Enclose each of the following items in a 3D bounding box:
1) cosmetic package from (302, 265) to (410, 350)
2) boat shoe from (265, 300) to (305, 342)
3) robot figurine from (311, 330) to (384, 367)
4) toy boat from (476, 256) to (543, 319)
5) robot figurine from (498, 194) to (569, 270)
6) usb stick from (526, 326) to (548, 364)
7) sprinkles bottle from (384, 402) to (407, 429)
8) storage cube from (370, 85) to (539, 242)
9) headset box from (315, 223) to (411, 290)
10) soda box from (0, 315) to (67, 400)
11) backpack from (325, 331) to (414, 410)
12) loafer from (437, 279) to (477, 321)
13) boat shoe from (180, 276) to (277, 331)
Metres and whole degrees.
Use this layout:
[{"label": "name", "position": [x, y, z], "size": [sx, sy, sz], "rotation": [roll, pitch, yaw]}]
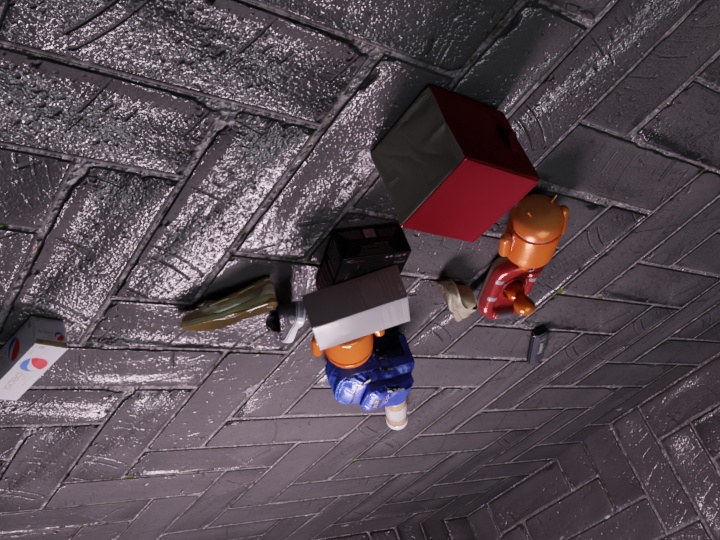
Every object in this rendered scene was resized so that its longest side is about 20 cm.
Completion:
[{"label": "cosmetic package", "position": [-0.007, 0.075, 1.521], "size": [0.200, 0.090, 0.107], "rotation": [-15, 149, -4]}, {"label": "boat shoe", "position": [-0.165, 0.108, 1.611], "size": [0.066, 0.070, 0.200], "rotation": [3, 165, -15]}, {"label": "robot figurine", "position": [-0.028, 0.145, 1.718], "size": [0.144, 0.117, 0.200], "rotation": [-52, 159, -25]}, {"label": "toy boat", "position": [0.367, 0.051, 1.802], "size": [0.130, 0.131, 0.200], "rotation": [-6, 132, -26]}, {"label": "robot figurine", "position": [0.367, -0.084, 1.625], "size": [0.144, 0.117, 0.200], "rotation": [7, 149, 5]}, {"label": "usb stick", "position": [0.527, 0.225, 2.286], "size": [0.055, 0.033, 0.200], "rotation": [-19, 149, -4]}, {"label": "sprinkles bottle", "position": [0.105, 0.409, 2.275], "size": [0.068, 0.068, 0.200], "rotation": [-18, 149, -6]}, {"label": "storage cube", "position": [0.155, -0.176, 1.292], "size": [0.180, 0.171, 0.200], "rotation": [8, 139, -38]}, {"label": "headset box", "position": [0.000, 0.000, 1.561], "size": [0.148, 0.075, 0.200], "rotation": [-7, 146, -22]}, {"label": "soda box", "position": [-0.633, 0.168, 1.440], "size": [0.200, 0.064, 0.068], "rotation": [-40, 145, 27]}, {"label": "backpack", "position": [0.022, 0.254, 1.890], "size": [0.200, 0.168, 0.163], "rotation": [-5, 139, -19]}, {"label": "loafer", "position": [0.233, 0.062, 1.814], "size": [0.068, 0.076, 0.200], "rotation": [-27, 158, 6]}, {"label": "boat shoe", "position": [-0.267, 0.071, 1.537], "size": [0.200, 0.063, 0.073], "rotation": [-18, 162, 7]}]
